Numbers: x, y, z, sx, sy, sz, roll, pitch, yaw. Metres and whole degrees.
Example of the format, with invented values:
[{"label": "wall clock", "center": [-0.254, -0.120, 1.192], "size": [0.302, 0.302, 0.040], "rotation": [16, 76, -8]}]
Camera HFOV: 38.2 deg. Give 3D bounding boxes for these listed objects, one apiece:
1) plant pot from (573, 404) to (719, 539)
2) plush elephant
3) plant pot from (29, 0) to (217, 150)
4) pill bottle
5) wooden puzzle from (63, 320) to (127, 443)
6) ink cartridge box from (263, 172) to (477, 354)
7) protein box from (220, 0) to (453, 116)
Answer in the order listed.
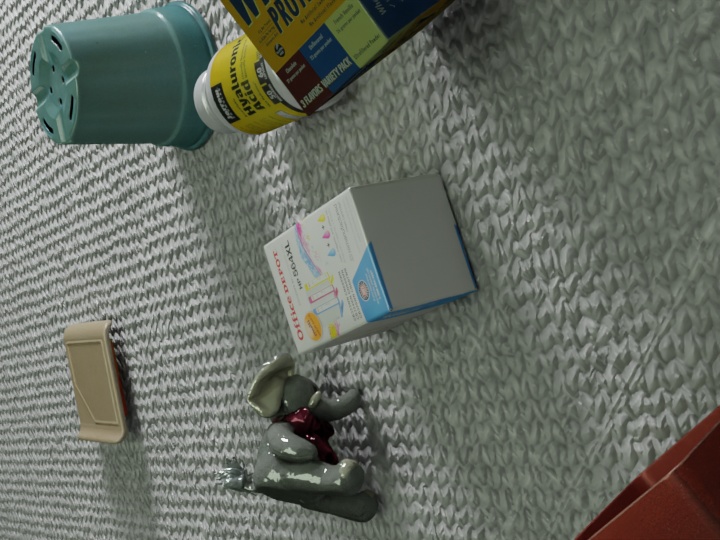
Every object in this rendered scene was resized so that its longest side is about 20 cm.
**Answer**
[{"label": "plant pot", "center": [0.275, 0.217, 0.762], "size": [0.177, 0.199, 0.201], "rotation": [49, 135, 16]}, {"label": "plush elephant", "center": [-0.063, 0.192, 1.224], "size": [0.197, 0.165, 0.157], "rotation": [4, 64, 19]}, {"label": "plant pot", "center": [-0.316, -0.250, 1.371], "size": [0.199, 0.194, 0.204], "rotation": [17, 113, 47]}, {"label": "pill bottle", "center": [-0.109, -0.217, 1.184], "size": [0.199, 0.110, 0.113], "rotation": [-11, 91, 53]}, {"label": "wooden puzzle", "center": [-0.451, 0.190, 1.785], "size": [0.184, 0.037, 0.204], "rotation": [-7, 89, 53]}, {"label": "ink cartridge box", "center": [0.000, 0.000, 1.092], "size": [0.199, 0.124, 0.131], "rotation": [-29, 77, 50]}, {"label": "protein box", "center": [-0.016, -0.289, 0.926], "size": [0.199, 0.200, 0.134], "rotation": [52, 141, -6]}]
